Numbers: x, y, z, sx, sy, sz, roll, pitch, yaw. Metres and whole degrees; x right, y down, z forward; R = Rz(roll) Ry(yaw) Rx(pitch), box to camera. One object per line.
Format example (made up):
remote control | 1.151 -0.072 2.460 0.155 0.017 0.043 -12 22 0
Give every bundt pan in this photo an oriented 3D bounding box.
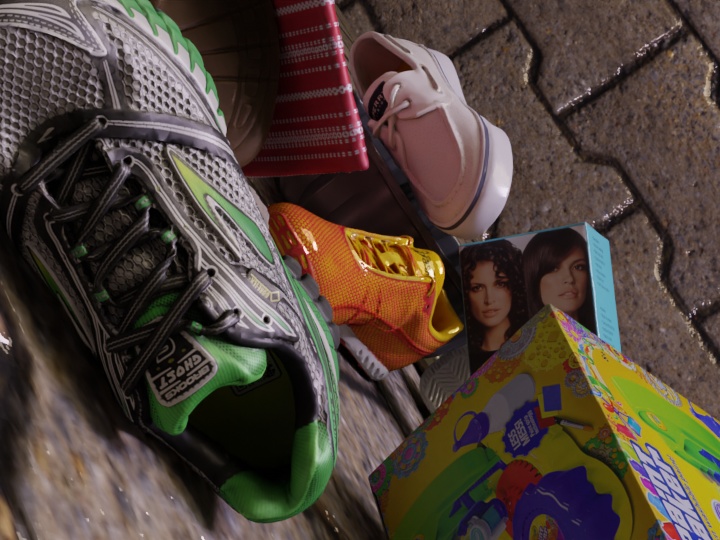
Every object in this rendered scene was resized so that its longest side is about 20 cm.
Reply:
bundt pan | 0.010 -0.026 1.004 0.202 0.076 0.202 56 7 -11

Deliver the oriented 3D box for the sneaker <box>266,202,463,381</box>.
sneaker | 0.000 0.000 0.832 0.073 0.077 0.200 62 10 23

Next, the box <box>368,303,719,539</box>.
box | 0.127 0.153 0.631 0.193 0.122 0.200 33 22 -30

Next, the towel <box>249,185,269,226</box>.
towel | -0.100 -0.067 0.623 0.200 0.034 0.133 53 7 -20

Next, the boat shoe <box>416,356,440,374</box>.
boat shoe | 0.087 0.080 1.113 0.201 0.063 0.073 60 8 22

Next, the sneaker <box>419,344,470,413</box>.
sneaker | 0.108 0.134 0.979 0.085 0.075 0.200 49 12 -42

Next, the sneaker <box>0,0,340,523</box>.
sneaker | -0.058 -0.006 0.456 0.200 0.078 0.085 53 9 -31

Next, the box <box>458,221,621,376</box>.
box | 0.111 0.078 0.887 0.049 0.082 0.200 27 56 -63

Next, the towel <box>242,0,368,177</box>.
towel | -0.052 -0.149 0.800 0.145 0.022 0.200 4 -72 60

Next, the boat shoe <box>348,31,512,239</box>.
boat shoe | 0.034 -0.091 0.935 0.070 0.071 0.200 22 28 -26

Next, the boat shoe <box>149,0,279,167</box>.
boat shoe | -0.095 -0.142 0.789 0.072 0.072 0.200 -29 -104 64
